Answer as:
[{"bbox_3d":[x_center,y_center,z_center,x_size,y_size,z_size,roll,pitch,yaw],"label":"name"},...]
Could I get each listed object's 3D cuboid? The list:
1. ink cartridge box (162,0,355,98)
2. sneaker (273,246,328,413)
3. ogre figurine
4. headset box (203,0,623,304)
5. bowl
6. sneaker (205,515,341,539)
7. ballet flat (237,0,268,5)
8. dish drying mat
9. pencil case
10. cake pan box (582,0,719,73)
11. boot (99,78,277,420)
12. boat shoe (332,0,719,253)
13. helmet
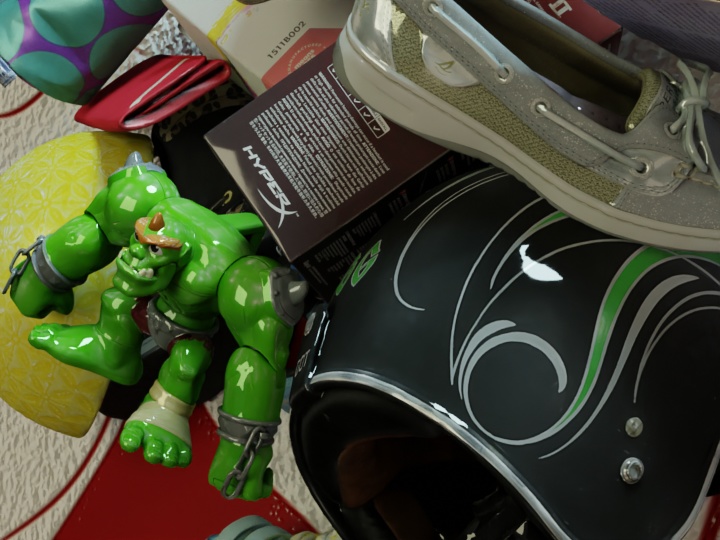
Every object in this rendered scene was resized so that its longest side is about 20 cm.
[{"bbox_3d":[-0.038,-0.160,0.895,0.117,0.068,0.200,-46,49,-5],"label":"ink cartridge box"},{"bbox_3d":[0.000,0.000,0.833,0.078,0.090,0.201,42,109,40],"label":"sneaker"},{"bbox_3d":[-0.104,0.019,0.810,0.200,0.098,0.120,44,111,47],"label":"ogre figurine"},{"bbox_3d":[0.038,-0.076,0.729,0.200,0.149,0.077,-36,79,0],"label":"headset box"},{"bbox_3d":[-0.208,-0.002,0.960,0.200,0.107,0.201,-166,90,-74],"label":"bowl"},{"bbox_3d":[-0.028,0.157,0.833,0.131,0.079,0.201,45,110,38],"label":"sneaker"},{"bbox_3d":[-0.013,-0.212,0.827,0.068,0.067,0.201,4,62,34],"label":"ballet flat"},{"bbox_3d":[-0.136,-0.113,0.952,0.077,0.018,0.200,-35,17,-11],"label":"dish drying mat"},{"bbox_3d":[-0.154,-0.197,0.957,0.200,0.092,0.085,-45,13,19],"label":"pencil case"},{"bbox_3d":[0.185,-0.101,0.586,0.183,0.200,0.053,15,94,32],"label":"cake pan box"},{"bbox_3d":[-0.108,-0.014,0.957,0.204,0.073,0.154,-45,47,32],"label":"boot"},{"bbox_3d":[0.089,-0.070,0.608,0.201,0.075,0.065,26,128,4],"label":"boat shoe"},{"bbox_3d":[0.083,0.049,0.668,0.199,0.191,0.201,29,144,24],"label":"helmet"}]
